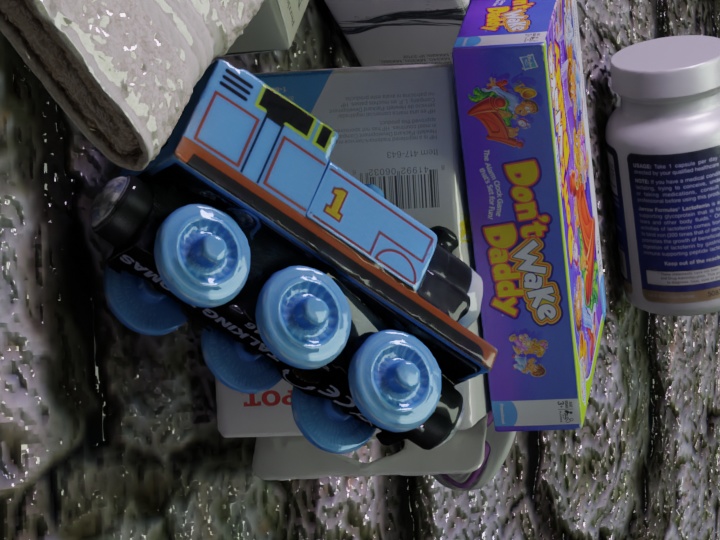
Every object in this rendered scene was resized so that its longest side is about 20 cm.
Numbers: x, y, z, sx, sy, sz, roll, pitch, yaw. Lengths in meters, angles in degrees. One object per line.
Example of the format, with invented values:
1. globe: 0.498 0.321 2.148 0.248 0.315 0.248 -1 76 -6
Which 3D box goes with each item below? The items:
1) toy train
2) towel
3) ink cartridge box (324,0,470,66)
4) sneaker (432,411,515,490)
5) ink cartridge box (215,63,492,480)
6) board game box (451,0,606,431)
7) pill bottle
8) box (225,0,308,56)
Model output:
1. toy train: -0.026 -0.001 1.273 0.200 0.087 0.115 33 64 -18
2. towel: -0.114 -0.153 1.088 0.200 0.034 0.133 52 46 -21
3. ink cartridge box: 0.026 -0.207 1.579 0.200 0.084 0.145 58 34 -57
4. sneaker: 0.071 0.032 1.706 0.100 0.074 0.201 7 82 -70
5. ink cartridge box: 0.000 0.000 1.400 0.125 0.128 0.201 -21 109 -77
6. board game box: 0.085 -0.040 1.392 0.135 0.045 0.201 -69 154 -63
7. pill bottle: 0.252 -0.075 2.204 0.116 0.115 0.201 -54 139 -62
8. box: -0.050 -0.193 1.369 0.200 0.068 0.082 -73 153 -46
